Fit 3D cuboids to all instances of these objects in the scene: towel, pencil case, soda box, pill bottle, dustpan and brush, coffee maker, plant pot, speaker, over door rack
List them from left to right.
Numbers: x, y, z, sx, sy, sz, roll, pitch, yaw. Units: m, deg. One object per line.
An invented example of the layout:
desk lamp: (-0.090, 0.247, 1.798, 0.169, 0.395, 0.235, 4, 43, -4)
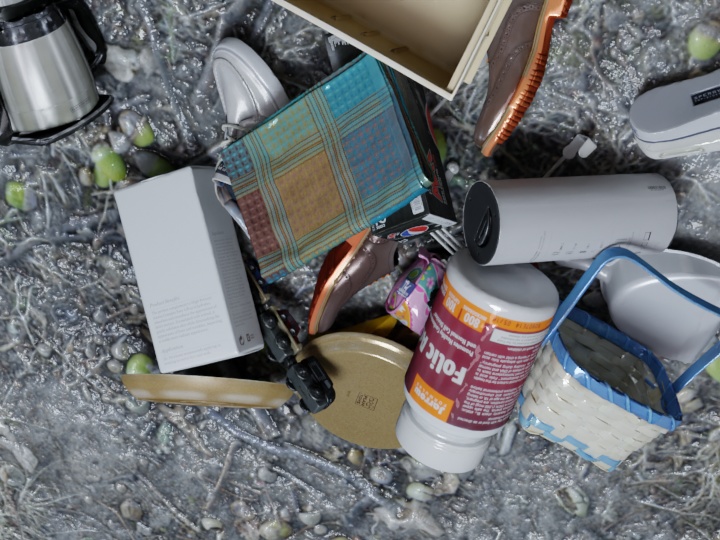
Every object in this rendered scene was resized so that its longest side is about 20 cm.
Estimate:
coffee maker: (-0.359, -0.234, 1.155, 0.189, 0.135, 0.202, -4, 121, 15)
plant pot: (-0.171, 0.138, 1.338, 0.197, 0.200, 0.028, 3, 82, 10)
towel: (-0.035, -0.095, 1.093, 0.199, 0.022, 0.148, -29, 72, 26)
soda box: (0.028, -0.132, 1.112, 0.063, 0.071, 0.203, -18, 77, 25)
pill bottle: (0.108, 0.090, 1.164, 0.113, 0.114, 0.202, 19, 117, -1)
over door rack: (0.113, -0.112, 1.183, 0.148, 0.067, 0.200, 42, 107, -16)
pencil case: (0.122, 0.059, 1.275, 0.199, 0.088, 0.088, 34, 123, -9)
speaker: (0.200, -0.050, 1.136, 0.197, 0.082, 0.082, -4, 127, -20)
dustpan and brush: (0.279, 0.015, 1.238, 0.197, 0.058, 0.140, 14, 137, -5)

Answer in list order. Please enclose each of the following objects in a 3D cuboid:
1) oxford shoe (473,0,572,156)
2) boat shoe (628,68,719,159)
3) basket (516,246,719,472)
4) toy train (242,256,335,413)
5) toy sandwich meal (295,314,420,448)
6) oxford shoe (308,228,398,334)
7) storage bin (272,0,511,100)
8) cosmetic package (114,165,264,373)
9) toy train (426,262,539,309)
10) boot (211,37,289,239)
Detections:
oxford shoe: (0.138, -0.205, 1.087, 0.072, 0.071, 0.202, 23, 96, 10)
boat shoe: (0.354, -0.146, 1.109, 0.197, 0.072, 0.070, -14, 146, 16)
basket: (0.250, 0.085, 1.178, 0.175, 0.140, 0.200, 30, 119, -20)
toy train: (-0.088, 0.065, 1.295, 0.201, 0.045, 0.034, 55, 134, 17)
toy sandwich meal: (0.020, 0.122, 1.352, 0.202, 0.071, 0.207, 11, 134, 11)
oxford shoe: (0.000, 0.000, 1.272, 0.072, 0.072, 0.201, 21, 126, -12)
storage bin: (0.045, -0.286, 1.013, 0.198, 0.094, 0.200, 30, 109, 8)
cosmetic package: (-0.180, -0.001, 1.258, 0.100, 0.074, 0.203, -13, 89, 20)
toy train: (0.158, -0.008, 1.210, 0.199, 0.034, 0.046, -35, 110, 3)
boot: (-0.113, -0.123, 1.187, 0.073, 0.096, 0.202, 6, 131, 48)
